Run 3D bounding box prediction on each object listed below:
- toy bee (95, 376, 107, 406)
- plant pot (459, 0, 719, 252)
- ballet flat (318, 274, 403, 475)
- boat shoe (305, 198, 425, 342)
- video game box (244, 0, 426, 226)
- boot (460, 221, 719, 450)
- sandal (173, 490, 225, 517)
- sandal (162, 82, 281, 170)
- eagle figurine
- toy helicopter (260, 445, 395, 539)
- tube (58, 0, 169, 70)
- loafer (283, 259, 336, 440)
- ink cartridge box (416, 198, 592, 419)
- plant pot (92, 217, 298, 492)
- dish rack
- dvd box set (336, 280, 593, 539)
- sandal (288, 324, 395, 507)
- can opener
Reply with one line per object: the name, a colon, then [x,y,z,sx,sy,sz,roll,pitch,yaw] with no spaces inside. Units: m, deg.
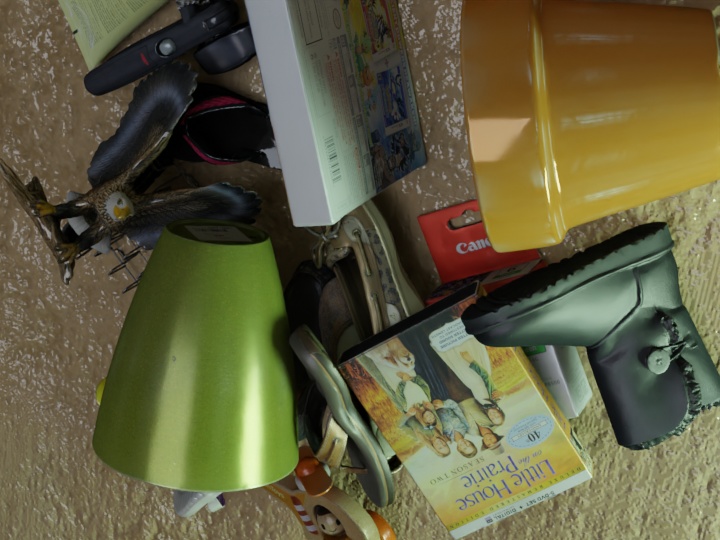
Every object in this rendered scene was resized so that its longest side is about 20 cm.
toy bee: [-0.191,0.141,1.346,0.129,0.110,0.201,-8,145,-6]
plant pot: [0.181,-0.124,1.031,0.181,0.200,0.203,-6,106,13]
ballet flat: [0.010,0.102,1.262,0.067,0.067,0.202,-142,35,-64]
boat shoe: [0.000,0.000,1.210,0.202,0.062,0.073,61,158,12]
video game box: [-0.016,-0.159,1.114,0.046,0.182,0.203,-2,107,32]
boot: [0.196,0.072,1.102,0.170,0.198,0.076,70,163,-8]
sandal: [-0.143,0.208,1.356,0.049,0.083,0.202,21,158,-17]
sandal: [-0.121,-0.130,1.257,0.198,0.045,0.076,11,107,23]
eagle figurine: [-0.204,-0.074,1.236,0.151,0.199,0.152,55,174,39]
toy helicopter: [-0.060,0.221,1.336,0.199,0.079,0.133,27,144,34]
tube: [-0.208,-0.265,1.259,0.199,0.059,0.052,-26,138,36]
loafer: [-0.063,0.088,1.296,0.072,0.072,0.202,20,116,21]
ink cartridge box: [0.119,0.039,1.195,0.108,0.050,0.202,-15,102,31]
plant pot: [-0.136,0.063,1.187,0.185,0.187,0.203,13,106,23]
dish rack: [-0.187,-0.008,1.337,0.153,0.054,0.201,-41,88,34]
dvd box set: [0.091,0.125,1.168,0.145,0.029,0.201,-27,107,20]
sandal: [-0.026,0.136,1.194,0.082,0.054,0.201,48,166,51]
can opener: [-0.184,-0.204,1.256,0.198,0.063,0.079,-15,102,31]
